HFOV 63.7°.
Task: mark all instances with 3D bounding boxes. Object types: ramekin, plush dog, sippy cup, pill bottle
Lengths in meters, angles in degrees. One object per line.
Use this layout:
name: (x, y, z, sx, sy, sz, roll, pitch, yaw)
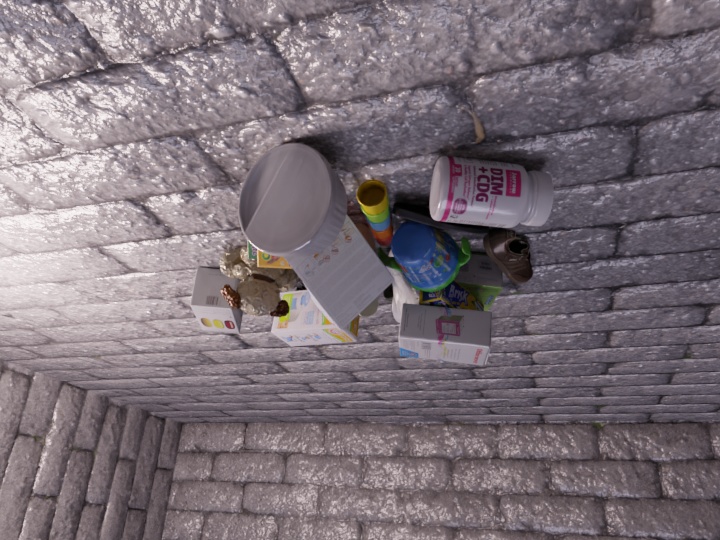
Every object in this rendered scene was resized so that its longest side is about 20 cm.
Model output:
ramekin: (-0.114, -0.117, 1.037, 0.200, 0.205, 0.094, -9, 165, 25)
plush dog: (-0.232, 0.026, 1.365, 0.198, 0.174, 0.160, 15, 152, -21)
sippy cup: (0.129, -0.039, 1.208, 0.177, 0.140, 0.130, -39, 149, 9)
pill bottle: (0.230, -0.136, 1.029, 0.197, 0.115, 0.114, 5, 155, -4)

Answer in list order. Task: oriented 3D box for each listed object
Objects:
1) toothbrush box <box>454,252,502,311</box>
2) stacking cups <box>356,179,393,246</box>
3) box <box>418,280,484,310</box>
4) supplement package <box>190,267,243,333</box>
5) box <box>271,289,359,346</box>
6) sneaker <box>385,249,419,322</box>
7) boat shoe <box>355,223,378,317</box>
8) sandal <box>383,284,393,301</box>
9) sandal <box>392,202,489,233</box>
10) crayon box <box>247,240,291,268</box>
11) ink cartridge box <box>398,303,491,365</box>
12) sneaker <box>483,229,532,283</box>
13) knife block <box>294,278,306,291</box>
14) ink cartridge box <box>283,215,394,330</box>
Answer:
toothbrush box: (0.253, 0.037, 1.420, 0.143, 0.087, 0.201, 6, 153, 1)
stacking cups: (0.041, -0.107, 1.182, 0.060, 0.061, 0.200, -2, 156, 12)
box: (0.212, 0.078, 1.333, 0.064, 0.071, 0.199, -13, 148, 35)
supplement package: (-0.385, 0.087, 1.589, 0.112, 0.111, 0.201, 5, 155, -2)
box: (-0.108, 0.117, 1.459, 0.198, 0.114, 0.101, -7, 150, 26)
sneaker: (0.117, 0.031, 1.355, 0.099, 0.075, 0.202, 5, 118, 33)
boat shoe: (-0.003, 0.000, 1.273, 0.073, 0.204, 0.063, -6, -179, -13)
sandal: (0.110, 0.027, 1.440, 0.057, 0.081, 0.200, 32, 145, -22)
sandal: (0.163, -0.113, 1.148, 0.198, 0.075, 0.049, 13, 110, -3)
crayon box: (-0.146, -0.071, 1.210, 0.197, 0.127, 0.052, 3, -160, 4)
ink cartridge box: (0.189, 0.145, 1.297, 0.197, 0.086, 0.145, 6, 156, 9)
sneaker: (0.351, -0.028, 1.290, 0.075, 0.071, 0.199, -18, 148, 36)
knife block: (-0.067, 0.044, 1.507, 0.197, 0.065, 0.176, 1, 155, 7)
ink cartridge box: (-0.047, -0.004, 1.192, 0.201, 0.162, 0.050, 52, 166, -16)
